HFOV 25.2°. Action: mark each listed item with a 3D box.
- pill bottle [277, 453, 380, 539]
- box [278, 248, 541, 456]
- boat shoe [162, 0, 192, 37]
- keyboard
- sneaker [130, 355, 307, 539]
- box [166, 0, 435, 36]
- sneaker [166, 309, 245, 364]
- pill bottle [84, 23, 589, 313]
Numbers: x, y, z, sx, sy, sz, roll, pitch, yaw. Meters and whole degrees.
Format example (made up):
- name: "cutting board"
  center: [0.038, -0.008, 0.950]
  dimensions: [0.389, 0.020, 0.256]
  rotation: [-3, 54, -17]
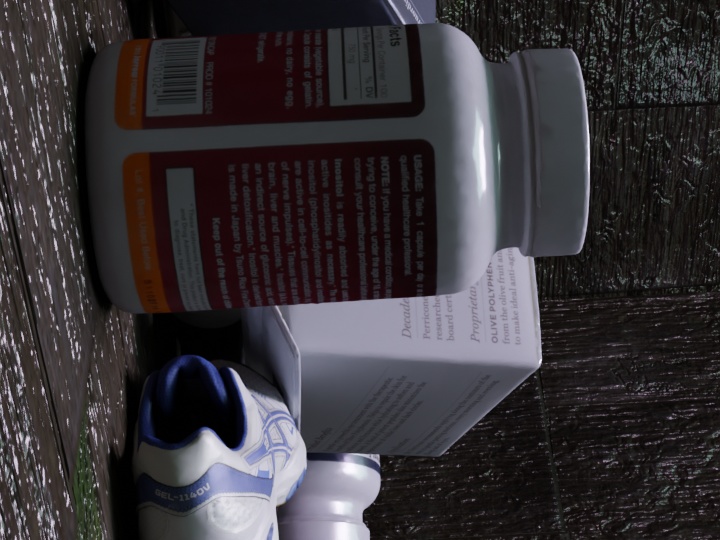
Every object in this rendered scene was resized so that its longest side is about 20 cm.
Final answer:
- name: "pill bottle"
  center: [-0.043, 0.124, 1.221]
  dimensions: [0.116, 0.114, 0.203]
  rotation: [87, 0, -68]
- name: "box"
  center: [0.000, 0.000, 1.062]
  dimensions: [0.199, 0.169, 0.203]
  rotation: [126, -37, -62]
- name: "boat shoe"
  center: [-0.088, -0.158, 0.915]
  dimensions: [0.062, 0.071, 0.203]
  rotation: [-43, 125, -67]
- name: "keyboard"
  center: [-0.045, 0.055, 0.844]
  dimensions: [0.057, 0.011, 0.200]
  rotation: [57, -14, 18]
- name: "sneaker"
  center: [-0.066, 0.072, 0.751]
  dimensions: [0.200, 0.074, 0.089]
  rotation: [-100, -177, -70]
- name: "box"
  center: [-0.034, -0.208, 0.829]
  dimensions: [0.149, 0.106, 0.202]
  rotation: [53, 32, -47]
- name: "sneaker"
  center: [-0.055, -0.033, 0.910]
  dimensions: [0.201, 0.074, 0.107]
  rotation: [-58, 170, -28]
- name: "pill bottle"
  center: [-0.009, -0.043, 0.671]
  dimensions: [0.113, 0.197, 0.115]
  rotation: [-3, 90, -90]
